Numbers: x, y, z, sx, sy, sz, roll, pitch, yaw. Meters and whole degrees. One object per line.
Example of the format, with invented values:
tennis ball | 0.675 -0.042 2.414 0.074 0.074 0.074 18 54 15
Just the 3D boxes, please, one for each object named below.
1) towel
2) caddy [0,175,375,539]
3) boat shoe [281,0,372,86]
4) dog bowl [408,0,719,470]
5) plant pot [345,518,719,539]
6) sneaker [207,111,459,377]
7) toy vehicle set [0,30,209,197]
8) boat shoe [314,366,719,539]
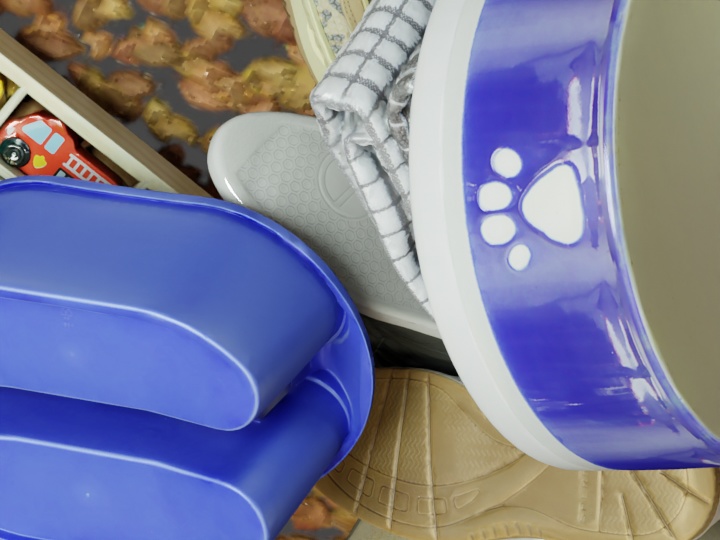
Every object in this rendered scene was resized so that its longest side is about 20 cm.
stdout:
towel | 0.078 -0.046 0.977 0.085 0.166 0.200 -4 132 34
caddy | -0.095 0.038 1.021 0.199 0.105 0.142 9 124 17
boat shoe | 0.003 -0.122 0.994 0.062 0.073 0.200 -15 129 23
dog bowl | 0.104 -0.031 0.879 0.079 0.200 0.200 -4 133 36
plant pot | 0.098 0.143 1.161 0.200 0.187 0.188 33 130 1
sneaker | 0.000 0.000 1.079 0.200 0.071 0.099 28 156 -28
toy vehicle set | -0.150 -0.019 1.083 0.200 0.027 0.124 38 107 -10
boat shoe | 0.068 0.084 1.076 0.199 0.071 0.069 9 -179 30
